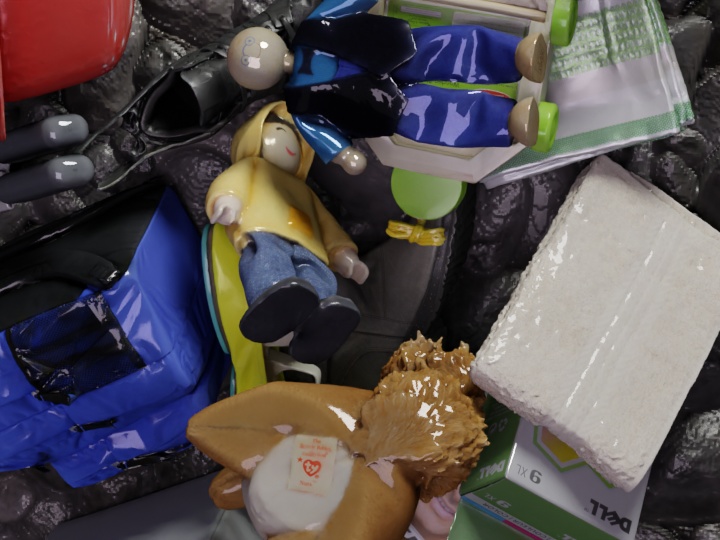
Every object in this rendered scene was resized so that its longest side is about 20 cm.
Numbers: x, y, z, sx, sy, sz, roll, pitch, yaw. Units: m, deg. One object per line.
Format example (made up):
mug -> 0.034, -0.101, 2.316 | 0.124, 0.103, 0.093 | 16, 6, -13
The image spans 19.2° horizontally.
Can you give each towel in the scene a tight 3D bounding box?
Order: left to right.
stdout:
towel -> 0.117, -0.165, 1.374 | 0.149, 0.031, 0.200 | -16, 99, 14
towel -> 0.162, 0.030, 1.371 | 0.132, 0.200, 0.034 | 35, 150, -3

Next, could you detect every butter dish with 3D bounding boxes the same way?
butter dish -> -0.192, -0.201, 1.367 | 0.147, 0.200, 0.200 | -7, 108, -12

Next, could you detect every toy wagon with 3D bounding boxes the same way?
toy wagon -> 0.052, -0.116, 1.366 | 0.155, 0.040, 0.201 | 12, 102, 14

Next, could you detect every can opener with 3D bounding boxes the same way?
can opener -> -0.237, -0.067, 1.416 | 0.200, 0.066, 0.053 | -7, 93, 57

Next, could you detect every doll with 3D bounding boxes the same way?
doll -> 0.014, -0.127, 1.329 | 0.199, 0.048, 0.137 | 6, 90, 14

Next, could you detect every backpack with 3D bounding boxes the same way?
backpack -> -0.200, 0.060, 1.448 | 0.200, 0.163, 0.168 | -20, 107, 15

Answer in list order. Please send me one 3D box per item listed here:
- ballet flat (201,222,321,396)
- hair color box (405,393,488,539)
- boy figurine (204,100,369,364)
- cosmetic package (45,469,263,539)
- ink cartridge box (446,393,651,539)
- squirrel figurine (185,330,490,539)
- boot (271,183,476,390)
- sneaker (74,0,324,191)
ballet flat -> -0.062, 0.055, 1.436 | 0.067, 0.067, 0.200 | 0, 116, 10
hair color box -> 0.060, 0.150, 1.484 | 0.200, 0.061, 0.099 | -37, 98, 19
boy figurine -> -0.046, -0.029, 1.385 | 0.124, 0.200, 0.064 | 27, 124, -29
cosmetic package -> -0.126, 0.275, 1.504 | 0.167, 0.166, 0.200 | -19, 105, 16
ink cartridge box -> 0.130, 0.121, 1.382 | 0.104, 0.200, 0.059 | 30, 150, -20
squirrel figurine -> 0.006, 0.133, 1.368 | 0.200, 0.187, 0.142 | -32, 71, 4
boot -> 0.000, 0.000, 1.446 | 0.130, 0.068, 0.200 | 17, 109, 11
sneaker -> -0.088, -0.123, 1.396 | 0.200, 0.104, 0.060 | -27, 101, 18
